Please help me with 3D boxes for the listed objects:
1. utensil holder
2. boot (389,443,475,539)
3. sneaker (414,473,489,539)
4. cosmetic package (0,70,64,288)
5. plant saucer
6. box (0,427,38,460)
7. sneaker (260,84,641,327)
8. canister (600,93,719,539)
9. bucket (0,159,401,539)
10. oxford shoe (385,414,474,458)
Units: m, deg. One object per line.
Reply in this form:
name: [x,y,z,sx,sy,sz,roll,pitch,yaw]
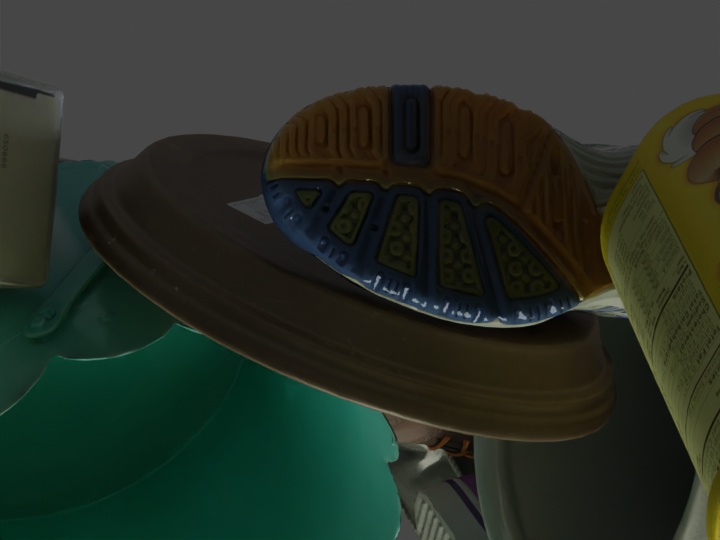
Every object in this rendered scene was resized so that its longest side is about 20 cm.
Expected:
utensil holder: [0.171,0.066,1.016,0.199,0.171,0.170,8,173,-27]
boot: [0.039,0.104,1.269,0.200,0.072,0.182,50,180,-16]
sneaker: [0.101,0.135,1.075,0.113,0.073,0.201,-10,-152,-11]
cosmetic package: [-0.208,-0.034,0.901,0.199,0.072,0.105,-1,171,41]
plant saucer: [0.000,0.000,0.883,0.199,0.030,0.200,20,-163,-6]
box: [-0.125,0.031,1.143,0.105,0.123,0.200,2,171,33]
sneaker: [0.057,-0.011,0.849,0.198,0.076,0.088,9,170,-16]
canister: [0.151,0.036,0.715,0.148,0.087,0.200,23,-159,-16]
bucket: [-0.095,0.067,0.956,0.206,0.208,0.135,10,-150,-33]
oxford shoe: [0.050,0.060,1.141,0.199,0.073,0.071,-19,-178,-17]
